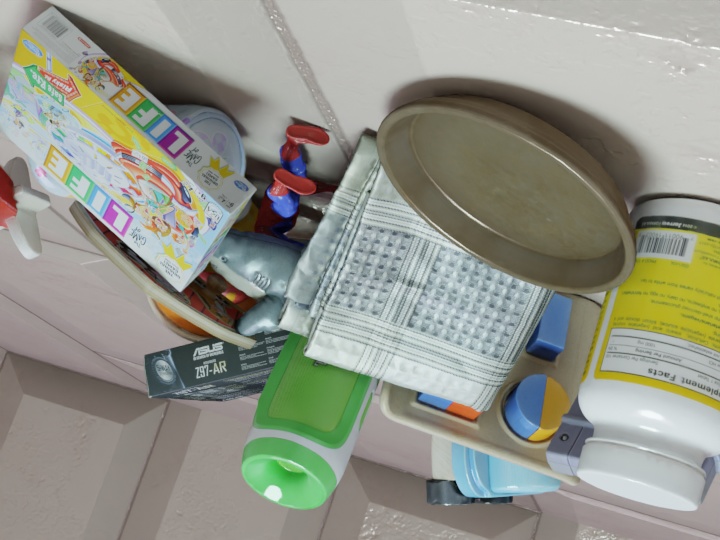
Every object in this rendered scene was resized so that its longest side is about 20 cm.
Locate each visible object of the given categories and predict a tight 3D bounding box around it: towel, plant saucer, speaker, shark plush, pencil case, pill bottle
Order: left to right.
[{"bbox_3d":[-0.189,-0.096,1.046,0.200,0.083,0.091,9,140,36],"label":"pencil case"},{"bbox_3d":[-0.034,0.005,1.027,0.200,0.091,0.083,9,131,25],"label":"shark plush"},{"bbox_3d":[-0.031,0.099,1.057,0.088,0.200,0.089,13,139,12],"label":"speaker"},{"bbox_3d":[0.051,0.009,0.986,0.200,0.193,0.035,21,-152,-8],"label":"towel"},{"bbox_3d":[0.102,-0.054,0.862,0.200,0.029,0.200,29,158,12],"label":"plant saucer"},{"bbox_3d":[0.219,0.060,0.877,0.112,0.200,0.112,18,166,4],"label":"pill bottle"}]

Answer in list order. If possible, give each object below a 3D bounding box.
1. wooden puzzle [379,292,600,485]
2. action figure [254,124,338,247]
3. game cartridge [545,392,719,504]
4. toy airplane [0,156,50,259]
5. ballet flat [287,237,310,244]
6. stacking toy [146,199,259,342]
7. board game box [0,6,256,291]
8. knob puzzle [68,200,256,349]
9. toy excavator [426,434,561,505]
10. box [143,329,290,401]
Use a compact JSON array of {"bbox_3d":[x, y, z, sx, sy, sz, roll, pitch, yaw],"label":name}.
[{"bbox_3d":[0.127,0.073,1.106,0.200,0.185,0.046,23,147,-12],"label":"wooden puzzle"},{"bbox_3d":[-0.037,-0.054,1.055,0.099,0.065,0.200,19,164,-8],"label":"action figure"},{"bbox_3d":[0.244,0.087,0.977,0.129,0.200,0.038,4,134,39],"label":"game cartridge"},{"bbox_3d":[-0.353,-0.069,1.059,0.141,0.199,0.200,-16,-154,-1],"label":"toy airplane"},{"bbox_3d":[0.000,0.000,1.173,0.200,0.046,0.067,5,173,-10],"label":"ballet flat"},{"bbox_3d":[-0.139,-0.029,1.207,0.146,0.146,0.200,18,150,3],"label":"stacking toy"},{"bbox_3d":[-0.183,-0.087,0.947,0.200,0.034,0.134,41,145,0],"label":"board game box"},{"bbox_3d":[-0.164,-0.003,1.079,0.220,0.030,0.220,39,-177,-3],"label":"knob puzzle"},{"bbox_3d":[0.187,0.180,1.214,0.200,0.100,0.194,-5,171,43],"label":"toy excavator"},{"bbox_3d":[-0.090,0.089,1.243,0.200,0.044,0.160,-15,168,19],"label":"box"}]
